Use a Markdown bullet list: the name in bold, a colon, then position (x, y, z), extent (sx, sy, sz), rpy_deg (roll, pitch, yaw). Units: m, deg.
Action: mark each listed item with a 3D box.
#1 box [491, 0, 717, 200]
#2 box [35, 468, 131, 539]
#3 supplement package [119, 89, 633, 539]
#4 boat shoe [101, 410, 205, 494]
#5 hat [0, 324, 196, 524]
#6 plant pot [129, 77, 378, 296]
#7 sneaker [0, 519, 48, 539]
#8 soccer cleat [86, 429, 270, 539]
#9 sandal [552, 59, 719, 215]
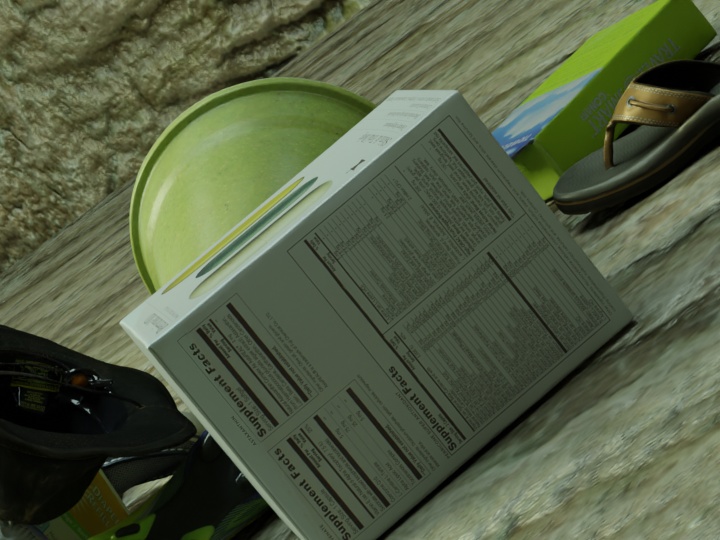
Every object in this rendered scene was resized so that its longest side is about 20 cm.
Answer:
- **box**: position (0.141, -0.103, 1.768), extent (0.200, 0.048, 0.122), rpy_deg (-45, 10, -30)
- **box**: position (-0.244, 0.187, 1.619), extent (0.200, 0.113, 0.101), rpy_deg (-24, 15, 30)
- **supplement package**: position (0.004, 0.025, 1.360), extent (0.200, 0.151, 0.152), rpy_deg (-40, 10, -6)
- **boat shoe**: position (-0.192, 0.158, 1.763), extent (0.200, 0.093, 0.075), rpy_deg (-12, -28, 10)
- **hat**: position (-0.192, 0.096, 1.500), extent (0.201, 0.200, 0.081), rpy_deg (-87, 15, -78)
- **plant pot**: position (-0.045, 0.007, 1.616), extent (0.200, 0.200, 0.184), rpy_deg (-37, 21, 13)
- **sneaker**: position (-0.242, 0.223, 1.528), extent (0.200, 0.070, 0.100), rpy_deg (-55, -6, 7)
- **soccer cleat**: position (-0.104, 0.155, 1.506), extent (0.200, 0.065, 0.084), rpy_deg (-45, -19, -12)
- **sandal**: position (0.189, -0.099, 1.537), extent (0.200, 0.055, 0.082), rpy_deg (-32, 11, 36)
